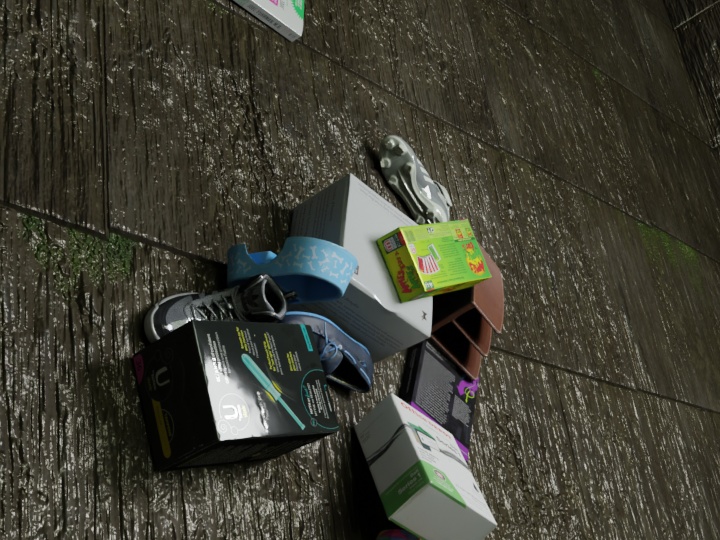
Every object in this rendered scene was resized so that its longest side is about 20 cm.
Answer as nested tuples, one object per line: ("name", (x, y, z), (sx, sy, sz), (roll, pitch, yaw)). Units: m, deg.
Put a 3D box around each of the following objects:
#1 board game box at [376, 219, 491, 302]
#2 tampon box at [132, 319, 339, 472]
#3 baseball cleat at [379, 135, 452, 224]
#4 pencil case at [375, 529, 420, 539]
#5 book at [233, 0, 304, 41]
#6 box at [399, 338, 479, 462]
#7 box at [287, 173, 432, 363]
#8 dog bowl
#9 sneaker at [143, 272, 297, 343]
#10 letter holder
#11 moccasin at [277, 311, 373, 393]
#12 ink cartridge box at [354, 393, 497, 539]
("board game box", (0.115, -0.018, 1.557), (0.200, 0.048, 0.102), (-10, 75, -54))
("tampon box", (-0.153, 0.153, 1.267), (0.200, 0.126, 0.150), (6, 62, -48))
("baseball cleat", (0.099, -0.160, 1.853), (0.200, 0.070, 0.106), (63, 28, -13))
("pencil case", (0.029, 0.427, 1.344), (0.088, 0.088, 0.200), (54, 37, -9))
("book", (-0.179, -0.494, 1.753), (0.200, 0.048, 0.134), (28, 51, -40))
("box", (0.127, 0.203, 1.656), (0.143, 0.036, 0.200), (43, 41, -25))
("box", (0.000, 0.000, 1.556), (0.199, 0.131, 0.200), (35, 43, -32))
("dog bowl", (-0.098, 0.005, 1.385), (0.111, 0.200, 0.050), (36, 57, -45))
("sneaker", (-0.173, 0.048, 1.315), (0.200, 0.114, 0.076), (-9, 78, -48))
("letter holder", (0.195, 0.071, 1.741), (0.142, 0.101, 0.200), (47, 26, -19))
("moccasin", (-0.046, 0.117, 1.459), (0.200, 0.080, 0.068), (26, 37, -38))
("ink cartridge box", (0.087, 0.285, 1.440), (0.146, 0.084, 0.200), (37, 15, -31))
